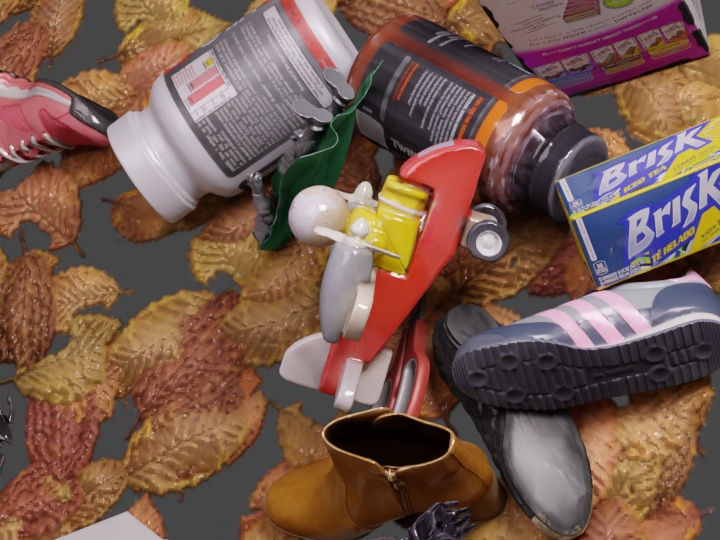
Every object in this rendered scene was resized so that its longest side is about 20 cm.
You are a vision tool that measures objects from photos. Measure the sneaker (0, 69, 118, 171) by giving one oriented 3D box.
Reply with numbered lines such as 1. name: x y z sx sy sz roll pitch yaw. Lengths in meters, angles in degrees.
1. sneaker: -0.284 -0.119 1.885 0.200 0.074 0.087 16 84 38

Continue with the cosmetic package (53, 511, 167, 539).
1. cosmetic package: -0.214 0.258 1.580 0.107 0.199 0.085 34 123 35

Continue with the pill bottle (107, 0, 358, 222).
1. pill bottle: -0.096 -0.132 1.762 0.200 0.116 0.116 -33 57 7

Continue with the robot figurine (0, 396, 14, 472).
1. robot figurine: -0.355 0.107 1.805 0.144 0.058 0.201 -16 60 19

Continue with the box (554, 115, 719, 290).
1. box: 0.244 -0.061 1.566 0.199 0.064 0.070 -22 26 5

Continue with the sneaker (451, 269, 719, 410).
1. sneaker: 0.162 0.046 1.571 0.199 0.070 0.082 -6 39 1

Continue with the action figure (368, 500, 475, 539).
1. action figure: 0.005 0.239 1.550 0.200 0.102 0.119 -32 61 40

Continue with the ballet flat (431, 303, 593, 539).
1. ballet flat: 0.113 0.111 1.597 0.066 0.057 0.200 -19 61 -16

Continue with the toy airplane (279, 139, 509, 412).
1. toy airplane: 0.000 0.000 1.597 0.141 0.200 0.199 37 56 -7

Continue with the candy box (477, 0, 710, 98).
1. candy box: 0.165 -0.212 1.625 0.136 0.200 0.061 -16 61 17

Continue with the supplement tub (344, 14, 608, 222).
1. supplement tub: 0.089 -0.111 1.668 0.200 0.107 0.107 32 82 32

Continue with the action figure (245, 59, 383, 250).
1. action figure: -0.049 -0.073 1.683 0.055 0.200 0.118 38 54 8

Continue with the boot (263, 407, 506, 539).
1. boot: -0.003 0.140 1.570 0.200 0.144 0.071 -4 64 24

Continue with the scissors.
1. scissors: 0.046 0.038 1.656 0.073 0.014 0.201 -25 43 62
